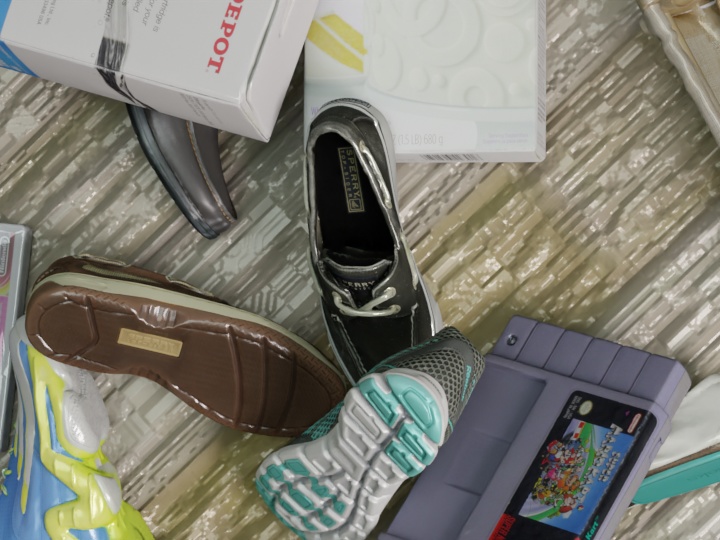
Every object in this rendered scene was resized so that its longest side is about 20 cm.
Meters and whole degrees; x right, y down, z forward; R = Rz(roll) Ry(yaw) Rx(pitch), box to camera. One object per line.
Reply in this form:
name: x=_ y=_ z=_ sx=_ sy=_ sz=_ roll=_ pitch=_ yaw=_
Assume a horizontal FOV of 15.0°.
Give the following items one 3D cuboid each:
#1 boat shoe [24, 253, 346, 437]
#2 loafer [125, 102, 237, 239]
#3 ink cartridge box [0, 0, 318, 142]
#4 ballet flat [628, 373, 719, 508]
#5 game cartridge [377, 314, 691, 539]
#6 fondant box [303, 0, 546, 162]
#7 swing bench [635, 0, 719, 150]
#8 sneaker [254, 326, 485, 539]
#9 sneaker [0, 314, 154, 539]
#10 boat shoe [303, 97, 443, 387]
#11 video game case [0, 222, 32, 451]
boat shoe: x=-0.103 y=0.037 z=1.664 sx=0.202 sy=0.075 sz=0.075 roll=22 pitch=114 yaw=-11
loafer: x=-0.110 y=-0.119 z=1.678 sx=0.072 sy=0.073 sz=0.201 roll=-21 pitch=84 yaw=5
ink cartridge box: x=-0.128 y=-0.176 z=1.616 sx=0.199 sy=0.084 sz=0.145 roll=17 pitch=80 yaw=14
ballet flat: x=0.143 y=0.118 z=1.623 sx=0.199 sy=0.069 sz=0.070 roll=-24 pitch=82 yaw=12
game cartridge: x=0.095 y=0.124 z=1.583 sx=0.129 sy=0.038 sz=0.200 roll=13 pitch=63 yaw=42
fondant box: x=0.040 y=-0.167 z=1.661 sx=0.144 sy=0.058 sz=0.201 roll=-1 pitch=85 yaw=10
swing bench: x=0.292 y=-0.116 z=1.581 sx=0.200 sy=0.130 sz=0.199 roll=-28 pitch=82 yaw=12
sneaker: x=0.012 y=0.098 z=1.613 sx=0.078 sy=0.091 sz=0.200 roll=48 pitch=140 yaw=-3
sneaker: x=-0.199 y=0.132 z=1.673 sx=0.105 sy=0.076 sz=0.201 roll=-23 pitch=83 yaw=8
boat shoe: x=0.000 y=0.000 z=1.625 sx=0.070 sy=0.064 sz=0.201 roll=-10 pitch=108 yaw=13
video game case: x=-0.313 y=0.033 z=1.728 sx=0.199 sy=0.018 sz=0.144 roll=6 pitch=88 yaw=11
